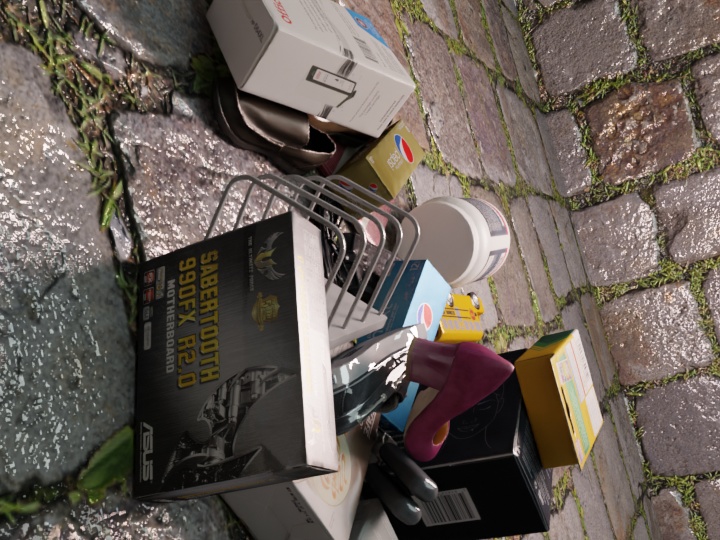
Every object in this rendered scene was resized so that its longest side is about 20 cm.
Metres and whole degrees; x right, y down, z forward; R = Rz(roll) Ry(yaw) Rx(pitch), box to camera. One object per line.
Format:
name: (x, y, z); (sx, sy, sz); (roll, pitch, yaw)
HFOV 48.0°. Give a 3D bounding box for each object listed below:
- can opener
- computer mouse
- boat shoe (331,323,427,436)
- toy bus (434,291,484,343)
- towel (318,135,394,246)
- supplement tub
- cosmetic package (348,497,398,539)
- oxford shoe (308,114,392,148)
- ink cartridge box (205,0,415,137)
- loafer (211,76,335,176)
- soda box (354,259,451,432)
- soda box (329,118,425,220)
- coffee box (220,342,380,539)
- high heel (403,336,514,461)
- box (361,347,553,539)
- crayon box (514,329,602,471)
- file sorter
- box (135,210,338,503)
can opener: (0.015, 0.197, 0.840); (0.067, 0.053, 0.200); (39, -5, -14)
computer mouse: (0.000, 0.000, 1.042); (0.200, 0.053, 0.139); (34, 43, -40)
boat shoe: (0.017, 0.103, 0.782); (0.200, 0.071, 0.068); (-23, 91, -63)
toy bus: (0.131, 0.076, 1.233); (0.200, 0.065, 0.079); (9, 60, -60)
towel: (-0.016, -0.141, 1.126); (0.201, 0.023, 0.144); (59, 30, -27)
supplement tub: (0.147, -0.045, 1.268); (0.200, 0.140, 0.141); (-9, 83, -66)
cosmetic package: (-0.025, 0.315, 0.741); (0.107, 0.090, 0.200); (67, 28, -12)
oxford shoe: (-0.024, -0.211, 1.037); (0.200, 0.084, 0.073); (-5, 78, -58)
ink cartridge box: (-0.057, -0.247, 0.907); (0.199, 0.084, 0.146); (11, 40, -40)
loafer: (-0.093, -0.170, 0.914); (0.200, 0.071, 0.073); (23, 54, -60)
soda box: (0.041, 0.087, 0.974); (0.068, 0.064, 0.201); (46, 56, -40)
soda box: (0.025, -0.137, 1.077); (0.064, 0.068, 0.200); (55, 26, -12)
coffee box: (-0.051, 0.162, 0.784); (0.115, 0.079, 0.200); (61, 27, -25)
high heel: (0.095, 0.137, 0.789); (0.201, 0.095, 0.068); (87, 21, -43)
box: (0.121, 0.213, 0.977); (0.124, 0.199, 0.197); (64, 26, -23)
crayon box: (0.234, 0.149, 0.953); (0.200, 0.051, 0.127); (-13, 87, -67)
file sorter: (-0.047, -0.016, 0.782); (0.125, 0.138, 0.200); (-65, 161, 16)
box: (-0.102, 0.070, 0.638); (0.048, 0.158, 0.201); (32, 47, -55)
